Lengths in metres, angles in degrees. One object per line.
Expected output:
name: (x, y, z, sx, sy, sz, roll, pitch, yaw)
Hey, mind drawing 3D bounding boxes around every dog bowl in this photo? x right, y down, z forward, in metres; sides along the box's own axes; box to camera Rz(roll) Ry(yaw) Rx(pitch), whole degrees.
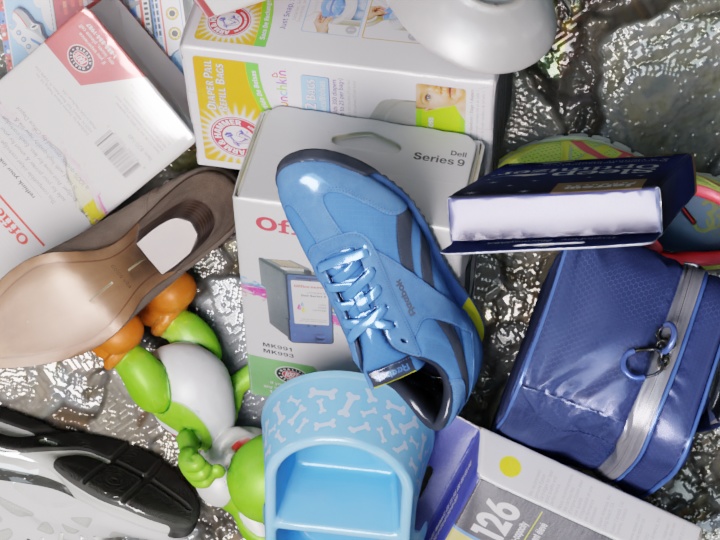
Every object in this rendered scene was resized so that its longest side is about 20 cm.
dog bowl: (-0.012, 0.150, 1.178, 0.111, 0.050, 0.200, 6, 134, 3)

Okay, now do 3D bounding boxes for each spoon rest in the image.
spoon rest: (0.039, -0.195, 1.129, 0.200, 0.099, 0.061, 48, 147, 14)

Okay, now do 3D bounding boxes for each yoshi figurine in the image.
yoshi figurine: (-0.095, 0.100, 1.265, 0.112, 0.112, 0.200, -32, 97, 8)

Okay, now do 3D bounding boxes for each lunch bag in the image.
lunch bag: (0.169, 0.061, 1.158, 0.132, 0.200, 0.136, 21, 78, 3)

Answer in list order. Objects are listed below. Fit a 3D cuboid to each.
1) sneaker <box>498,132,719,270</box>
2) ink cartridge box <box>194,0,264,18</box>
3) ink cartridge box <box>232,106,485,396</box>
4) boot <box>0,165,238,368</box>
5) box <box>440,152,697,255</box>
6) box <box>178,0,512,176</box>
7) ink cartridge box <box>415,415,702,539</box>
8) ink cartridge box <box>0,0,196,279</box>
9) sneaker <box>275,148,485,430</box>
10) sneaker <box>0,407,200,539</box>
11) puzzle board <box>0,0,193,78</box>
sneaker: (0.174, -0.042, 1.194, 0.200, 0.090, 0.078, 7, 103, 9)
ink cartridge box: (-0.094, -0.282, 1.122, 0.084, 0.144, 0.200, -16, 58, 13)
ink cartridge box: (0.000, 0.000, 1.184, 0.145, 0.088, 0.200, 9, 138, 7)
boot: (-0.164, -0.006, 1.232, 0.200, 0.146, 0.070, -26, 100, 8)
box: (0.125, -0.041, 1.070, 0.121, 0.200, 0.032, -2, 101, 17)
box: (-0.005, -0.128, 1.182, 0.200, 0.101, 0.113, 8, 141, 8)
ink cartridge box: (0.101, 0.186, 1.221, 0.200, 0.047, 0.198, 23, 145, 3)
ink cartridge box: (-0.213, -0.082, 1.258, 0.200, 0.068, 0.117, -37, 100, 18)
sneaker: (0.012, 0.015, 1.072, 0.066, 0.079, 0.200, -13, 131, 31)
sneaker: (-0.214, 0.180, 1.327, 0.200, 0.076, 0.116, 18, 113, 14)
puzzle board: (-0.184, -0.218, 1.261, 0.150, 0.017, 0.200, -5, 101, 11)
